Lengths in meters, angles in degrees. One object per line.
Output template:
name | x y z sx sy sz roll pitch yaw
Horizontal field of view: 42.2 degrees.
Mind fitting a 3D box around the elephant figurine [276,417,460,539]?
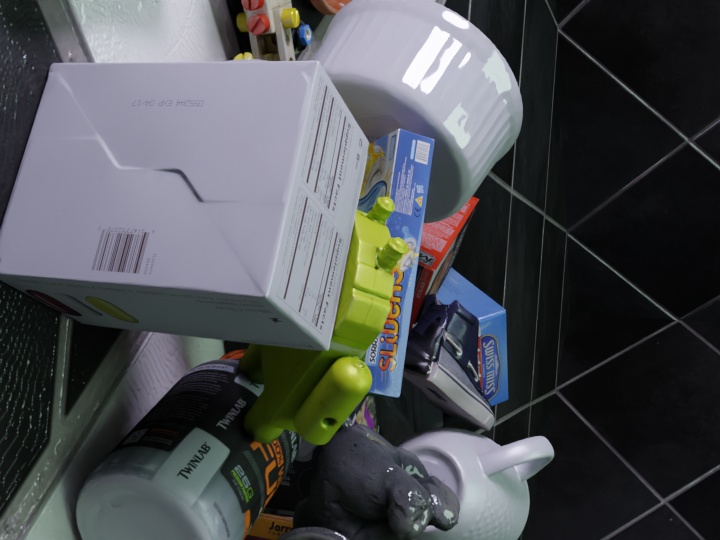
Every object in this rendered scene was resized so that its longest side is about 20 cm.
elephant figurine | -0.017 0.249 0.822 0.200 0.155 0.141 -52 138 5

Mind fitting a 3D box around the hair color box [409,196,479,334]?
hair color box | 0.070 -0.014 1.053 0.200 0.061 0.102 -52 163 -56

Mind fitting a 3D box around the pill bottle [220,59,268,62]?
pill bottle | -0.099 -0.065 0.789 0.114 0.114 0.201 -57 145 -54

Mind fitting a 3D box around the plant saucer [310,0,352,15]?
plant saucer | -0.038 -0.385 1.026 0.200 0.032 0.202 5 90 -71

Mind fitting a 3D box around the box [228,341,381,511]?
box | -0.051 0.136 0.952 0.106 0.122 0.201 -49 140 -61

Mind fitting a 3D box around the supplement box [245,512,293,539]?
supplement box | -0.056 0.361 0.968 0.200 0.132 0.198 44 53 -65

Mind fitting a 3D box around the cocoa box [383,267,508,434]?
cocoa box | 0.075 0.079 1.142 0.200 0.131 0.134 43 -36 54

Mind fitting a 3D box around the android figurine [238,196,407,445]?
android figurine | -0.030 0.033 0.689 0.200 0.041 0.183 -54 -150 28

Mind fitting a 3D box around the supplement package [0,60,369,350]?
supplement package | -0.114 -0.043 0.621 0.111 0.199 0.157 47 50 -62

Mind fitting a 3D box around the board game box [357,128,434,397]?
board game box | 0.000 0.000 0.751 0.135 0.034 0.201 -15 -116 63

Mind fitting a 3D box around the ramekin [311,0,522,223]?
ramekin | 0.034 -0.134 0.830 0.098 0.200 0.201 -58 149 -28

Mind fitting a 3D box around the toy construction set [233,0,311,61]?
toy construction set | -0.088 -0.227 0.842 0.131 0.092 0.201 -49 150 -59

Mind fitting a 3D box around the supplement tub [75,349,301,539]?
supplement tub | -0.124 0.153 0.749 0.200 0.122 0.123 -52 142 -57

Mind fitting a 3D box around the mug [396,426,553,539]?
mug | 0.117 0.232 1.015 0.175 0.199 0.148 38 27 -62

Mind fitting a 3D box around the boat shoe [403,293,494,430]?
boat shoe | 0.109 0.101 1.002 0.093 0.074 0.200 -63 146 -14
